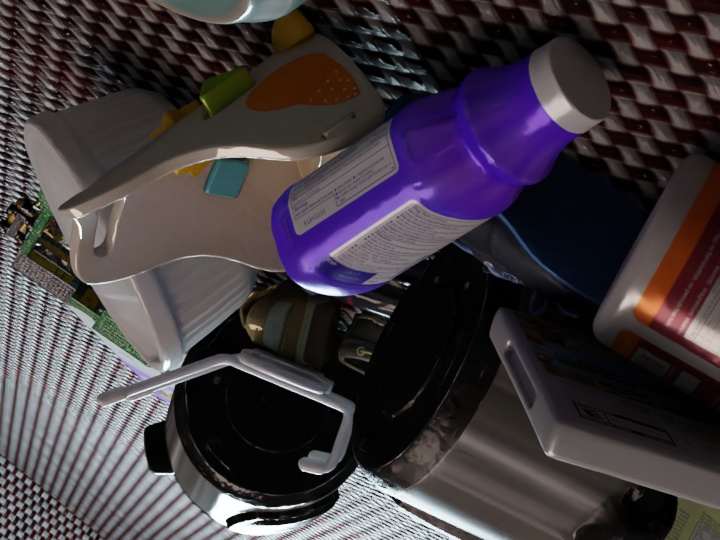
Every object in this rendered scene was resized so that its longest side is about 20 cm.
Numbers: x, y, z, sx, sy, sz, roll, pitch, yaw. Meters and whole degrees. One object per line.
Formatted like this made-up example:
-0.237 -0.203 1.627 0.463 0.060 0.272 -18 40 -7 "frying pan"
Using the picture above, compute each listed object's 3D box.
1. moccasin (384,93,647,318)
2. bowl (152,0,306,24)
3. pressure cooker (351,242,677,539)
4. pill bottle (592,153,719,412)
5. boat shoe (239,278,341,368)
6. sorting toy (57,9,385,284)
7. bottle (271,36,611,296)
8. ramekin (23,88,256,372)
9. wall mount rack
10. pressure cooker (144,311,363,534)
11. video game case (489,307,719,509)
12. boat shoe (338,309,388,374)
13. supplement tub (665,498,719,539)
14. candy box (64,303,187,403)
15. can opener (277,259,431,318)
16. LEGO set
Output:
0.095 -0.031 0.970 0.200 0.080 0.068 40 154 21 "moccasin"
-0.071 -0.189 0.774 0.199 0.106 0.201 29 162 10 "bowl"
0.115 0.094 1.064 0.199 0.178 0.178 27 163 -18 "pressure cooker"
0.226 0.034 0.852 0.199 0.110 0.110 30 162 6 "pill bottle"
-0.054 0.032 1.298 0.075 0.073 0.200 12 178 1 "boat shoe"
-0.092 -0.054 1.001 0.107 0.179 0.200 58 165 13 "sorting toy"
0.041 -0.053 0.887 0.083 0.066 0.199 2 154 -46 "bottle"
-0.153 -0.037 1.216 0.203 0.094 0.203 53 162 25 "ramekin"
-0.089 0.091 1.226 0.172 0.075 0.200 21 177 3 "wall mount rack"
-0.082 0.135 1.486 0.175 0.179 0.200 34 160 1 "pressure cooker"
0.174 0.083 0.893 0.198 0.023 0.182 18 -166 -9 "video game case"
0.075 0.095 1.331 0.201 0.061 0.072 34 162 -3 "boat shoe"
0.194 0.229 1.255 0.144 0.201 0.145 28 162 10 "supplement tub"
-0.169 0.077 1.664 0.167 0.072 0.200 20 159 33 "candy box"
0.000 0.000 1.204 0.199 0.064 0.079 28 166 14 "can opener"
-0.193 -0.028 1.434 0.199 0.116 0.154 29 132 -2 "LEGO set"
